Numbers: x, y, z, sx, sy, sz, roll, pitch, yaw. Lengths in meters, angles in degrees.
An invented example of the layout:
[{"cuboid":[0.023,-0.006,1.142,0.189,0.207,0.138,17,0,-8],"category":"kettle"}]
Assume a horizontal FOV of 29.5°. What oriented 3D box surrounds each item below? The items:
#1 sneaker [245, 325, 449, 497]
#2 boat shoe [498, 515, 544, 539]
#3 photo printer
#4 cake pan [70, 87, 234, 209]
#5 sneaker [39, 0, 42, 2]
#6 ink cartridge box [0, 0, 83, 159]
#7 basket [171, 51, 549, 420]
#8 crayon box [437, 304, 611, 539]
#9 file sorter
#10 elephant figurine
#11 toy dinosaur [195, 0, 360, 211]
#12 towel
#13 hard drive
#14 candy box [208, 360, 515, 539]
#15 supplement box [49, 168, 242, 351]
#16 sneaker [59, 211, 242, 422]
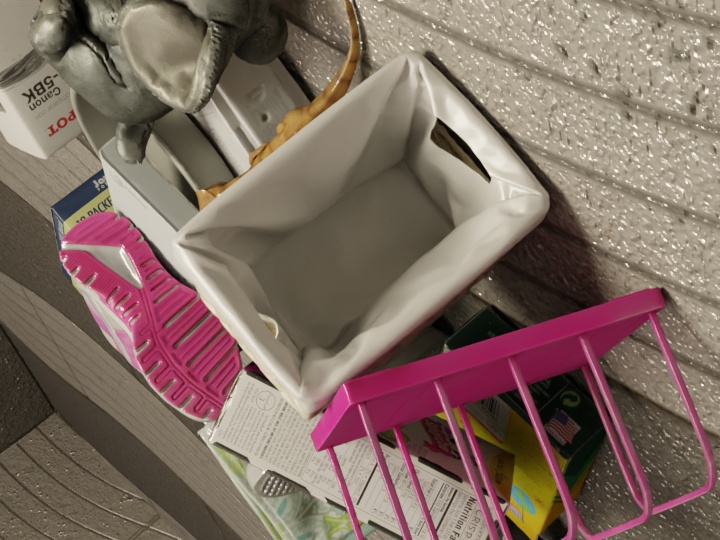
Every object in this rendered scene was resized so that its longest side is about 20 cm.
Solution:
[{"cuboid":[-0.021,0.102,1.106,0.082,0.200,0.074,42,159,35],"category":"sneaker"},{"cuboid":[0.123,0.227,1.177,0.200,0.057,0.069,46,-171,-26],"category":"boat shoe"},{"cuboid":[-0.093,-0.099,1.095,0.167,0.069,0.200,55,161,-15],"category":"photo printer"},{"cuboid":[-0.156,-0.081,1.102,0.200,0.037,0.200,43,161,18],"category":"cake pan"},{"cuboid":[-0.199,-0.242,1.001,0.076,0.115,0.200,53,161,-7],"category":"sneaker"},{"cuboid":[-0.280,-0.220,1.178,0.083,0.147,0.200,24,148,49],"category":"ink cartridge box"},{"cuboid":[-0.003,-0.014,0.859,0.136,0.200,0.123,49,166,8],"category":"basket"},{"cuboid":[0.117,0.125,1.060,0.127,0.051,0.200,43,159,19],"category":"crayon box"},{"cuboid":[0.091,0.113,0.822,0.139,0.199,0.126,117,135,-69],"category":"file sorter"},{"cuboid":[-0.113,-0.170,0.903,0.199,0.142,0.155,0,156,35],"category":"elephant figurine"},{"cuboid":[-0.032,-0.099,0.940,0.060,0.200,0.106,50,-155,17],"category":"toy dinosaur"},{"cuboid":[-0.017,0.144,1.176,0.171,0.200,0.048,56,177,-19],"category":"towel"},{"cuboid":[-0.154,-0.015,1.127,0.132,0.027,0.200,44,161,14],"category":"hard drive"},{"cuboid":[0.007,0.125,0.958,0.199,0.061,0.136,27,-171,4],"category":"candy box"},{"cuboid":[-0.204,0.002,1.428,0.200,0.134,0.200,47,161,9],"category":"supplement box"},{"cuboid":[-0.163,0.044,1.118,0.200,0.081,0.088,51,165,17],"category":"sneaker"}]
